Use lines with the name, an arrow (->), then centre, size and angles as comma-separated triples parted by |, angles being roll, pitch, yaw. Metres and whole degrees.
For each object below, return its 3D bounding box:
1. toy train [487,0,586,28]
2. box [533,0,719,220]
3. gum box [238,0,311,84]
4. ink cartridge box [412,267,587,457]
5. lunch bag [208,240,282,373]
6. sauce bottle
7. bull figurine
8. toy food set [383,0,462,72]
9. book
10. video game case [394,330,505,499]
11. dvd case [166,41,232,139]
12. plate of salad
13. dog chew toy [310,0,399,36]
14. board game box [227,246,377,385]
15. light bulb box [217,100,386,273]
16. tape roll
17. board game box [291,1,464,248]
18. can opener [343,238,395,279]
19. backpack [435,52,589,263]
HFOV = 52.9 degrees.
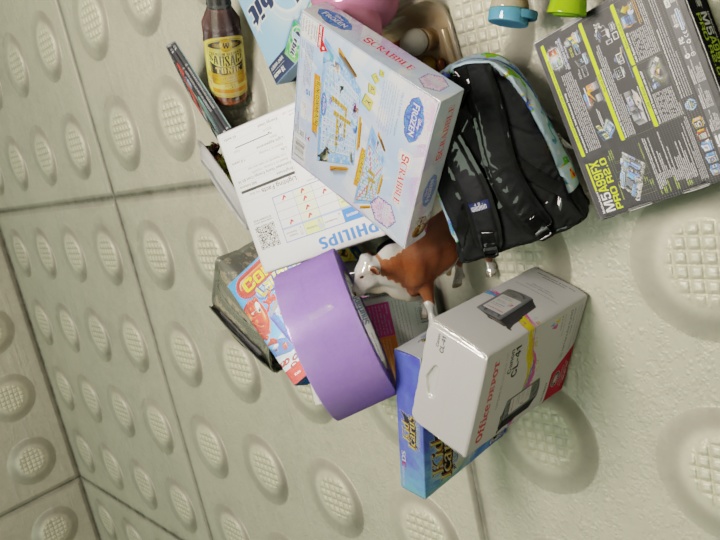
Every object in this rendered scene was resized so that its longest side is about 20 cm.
toy train -> 0.205, -0.292, 0.679 | 0.199, 0.084, 0.117 | 17, 107, 44
box -> 0.276, -0.167, 0.706 | 0.160, 0.044, 0.202 | -21, 91, 52
gum box -> -0.108, -0.399, 1.034 | 0.170, 0.044, 0.201 | -27, 87, 51
ink cartridge box -> 0.163, 0.101, 0.837 | 0.085, 0.199, 0.149 | 30, 129, 35
lunch bag -> -0.182, 0.075, 1.288 | 0.164, 0.117, 0.201 | 42, 139, 23
sauce bottle -> -0.217, -0.360, 1.135 | 0.066, 0.066, 0.201 | 36, 145, 32
bull figurine -> 0.082, -0.006, 0.892 | 0.065, 0.199, 0.122 | 10, 132, 58
toy food set -> 0.064, -0.220, 0.910 | 0.143, 0.060, 0.202 | -9, 100, 50
book -> 0.018, 0.104, 1.033 | 0.198, 0.048, 0.135 | -12, 101, 5
video game case -> 0.122, 0.161, 0.927 | 0.045, 0.181, 0.202 | 17, 120, 42
dvd case -> -0.258, -0.272, 1.229 | 0.201, 0.022, 0.146 | 58, 172, 14
plate of salad -> -0.215, -0.142, 1.242 | 0.201, 0.048, 0.200 | 55, 171, 12
dog chew toy -> -0.005, -0.334, 0.844 | 0.124, 0.124, 0.202 | -5, 73, 49
board game box -> -0.075, 0.038, 1.113 | 0.200, 0.056, 0.196 | -42, 72, 12
light bulb box -> -0.059, -0.125, 0.993 | 0.197, 0.125, 0.202 | -17, 95, 25
tape roll -> -0.030, 0.079, 0.912 | 0.200, 0.084, 0.201 | -24, -90, -88
board game box -> 0.007, -0.157, 0.797 | 0.199, 0.041, 0.201 | 41, 144, 24
can opener -> 0.000, 0.000, 1.038 | 0.198, 0.067, 0.053 | -13, 137, 18
backpack -> 0.142, -0.135, 0.795 | 0.162, 0.154, 0.201 | -23, 114, 33
